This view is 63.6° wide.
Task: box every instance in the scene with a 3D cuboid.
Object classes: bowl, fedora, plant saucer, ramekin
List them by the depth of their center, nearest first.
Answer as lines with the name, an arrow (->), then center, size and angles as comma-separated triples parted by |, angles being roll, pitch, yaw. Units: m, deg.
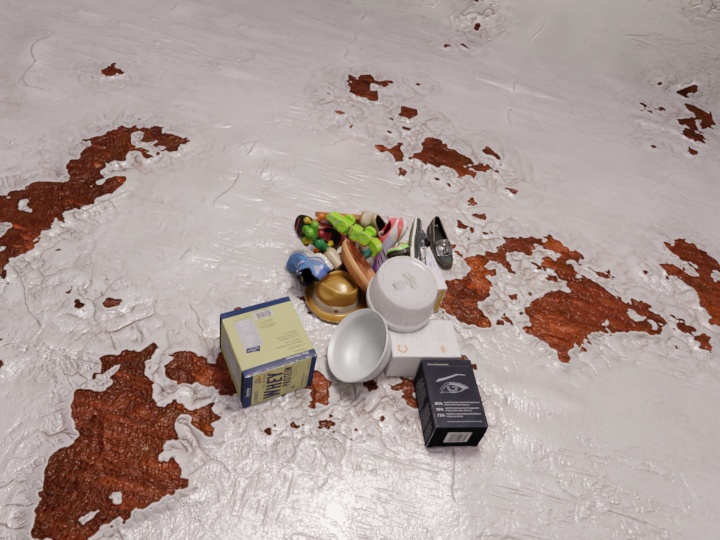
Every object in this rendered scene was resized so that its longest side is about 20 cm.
bowl -> 0.012, 0.215, 1.555 | 0.197, 0.090, 0.206 | -20, 52, 27
ramekin -> 0.120, 0.056, 1.597 | 0.194, 0.106, 0.204 | 8, 52, -10
fedora -> -0.067, 0.058, 1.710 | 0.195, 0.083, 0.204 | 7, 46, -7
plant saucer -> 0.000, 0.000, 1.740 | 0.037, 0.200, 0.203 | -33, 53, 10
plant saucer -> -0.052, -0.170, 1.891 | 0.194, 0.033, 0.200 | 3, 5, 0

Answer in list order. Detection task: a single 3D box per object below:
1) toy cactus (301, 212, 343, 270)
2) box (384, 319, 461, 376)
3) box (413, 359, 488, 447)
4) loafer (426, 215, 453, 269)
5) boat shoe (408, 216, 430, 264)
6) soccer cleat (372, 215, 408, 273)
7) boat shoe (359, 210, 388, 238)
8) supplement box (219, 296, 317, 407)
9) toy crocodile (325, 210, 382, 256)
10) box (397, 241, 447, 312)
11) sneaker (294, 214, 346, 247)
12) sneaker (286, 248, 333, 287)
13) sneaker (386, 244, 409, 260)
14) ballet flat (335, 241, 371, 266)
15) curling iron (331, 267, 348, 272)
toy cactus -> -0.108, -0.077, 1.729 | 0.102, 0.201, 0.165 | -40, 78, -11
box -> 0.164, 0.216, 1.615 | 0.194, 0.099, 0.127 | 3, 47, -12
box -> 0.230, 0.342, 1.510 | 0.143, 0.106, 0.203 | 3, 47, -11
loafer -> 0.267, -0.098, 1.954 | 0.070, 0.064, 0.203 | -1, 48, -15
boat shoe -> 0.180, -0.078, 1.750 | 0.064, 0.076, 0.203 | 11, 47, -4
soccer cleat -> 0.075, -0.081, 1.796 | 0.072, 0.203, 0.069 | 15, 29, -25
boat shoe -> 0.065, -0.118, 1.842 | 0.063, 0.200, 0.073 | 6, 68, 32
supplement box -> -0.242, 0.205, 1.494 | 0.195, 0.136, 0.202 | -14, 52, -25
toy crocodile -> -0.018, -0.116, 1.760 | 0.197, 0.063, 0.068 | 31, 30, 6
box -> 0.178, 0.020, 1.790 | 0.098, 0.114, 0.203 | -4, 50, -17
sneaker -> -0.128, -0.120, 1.885 | 0.197, 0.075, 0.086 | 26, 8, 26
sneaker -> -0.167, -0.005, 1.703 | 0.198, 0.079, 0.090 | 5, 49, 53
sneaker -> 0.110, -0.006, 1.736 | 0.075, 0.202, 0.085 | -15, 61, -21
ballet flat -> -0.022, -0.066, 1.846 | 0.198, 0.071, 0.067 | -30, 59, -35
curling iron -> -0.111, -0.016, 1.786 | 0.195, 0.051, 0.026 | 15, 27, 6
